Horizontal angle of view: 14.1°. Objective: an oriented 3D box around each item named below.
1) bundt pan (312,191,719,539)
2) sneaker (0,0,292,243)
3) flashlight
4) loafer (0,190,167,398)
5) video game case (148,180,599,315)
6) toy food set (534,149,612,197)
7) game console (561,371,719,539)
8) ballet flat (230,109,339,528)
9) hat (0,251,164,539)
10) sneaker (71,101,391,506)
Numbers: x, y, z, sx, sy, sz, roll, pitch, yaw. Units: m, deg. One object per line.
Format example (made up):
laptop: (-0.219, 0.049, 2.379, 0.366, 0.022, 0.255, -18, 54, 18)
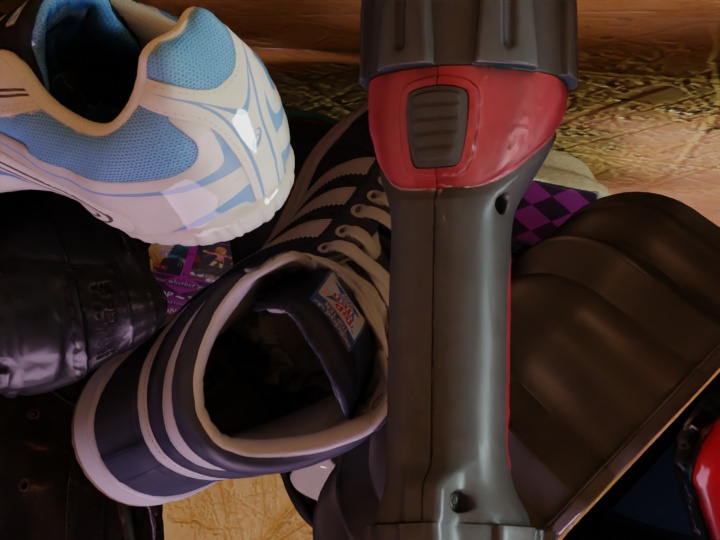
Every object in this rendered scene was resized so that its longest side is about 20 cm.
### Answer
bundt pan: (0.057, 0.051, 1.008, 0.076, 0.202, 0.202, 43, 176, 6)
sneaker: (-0.098, -0.056, 0.874, 0.199, 0.073, 0.072, 10, -144, 44)
flashlight: (0.031, 0.014, 0.863, 0.067, 0.201, 0.068, 3, 173, -23)
loafer: (-0.103, -0.016, 0.972, 0.070, 0.069, 0.201, -9, -157, -7)
video game case: (-0.026, 0.015, 1.135, 0.199, 0.036, 0.182, 11, 143, -8)
toy food set: (0.015, -0.020, 1.217, 0.199, 0.049, 0.198, 0, 173, 3)
game console: (0.149, 0.017, 0.985, 0.118, 0.200, 0.173, 32, 158, 35)
ballet flat: (-0.010, 0.030, 1.067, 0.068, 0.069, 0.201, -1, 141, 8)
hat: (-0.112, 0.090, 1.042, 0.080, 0.202, 0.201, 0, 173, -2)
sneaker: (0.000, 0.000, 0.938, 0.200, 0.070, 0.108, -44, -171, -22)
